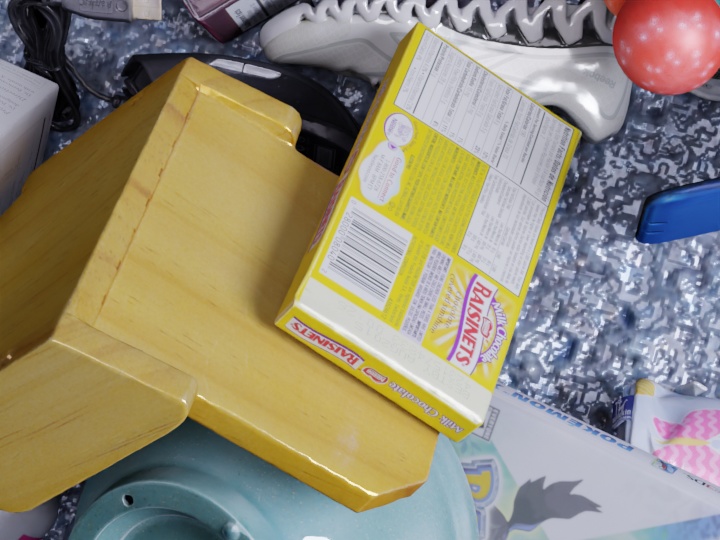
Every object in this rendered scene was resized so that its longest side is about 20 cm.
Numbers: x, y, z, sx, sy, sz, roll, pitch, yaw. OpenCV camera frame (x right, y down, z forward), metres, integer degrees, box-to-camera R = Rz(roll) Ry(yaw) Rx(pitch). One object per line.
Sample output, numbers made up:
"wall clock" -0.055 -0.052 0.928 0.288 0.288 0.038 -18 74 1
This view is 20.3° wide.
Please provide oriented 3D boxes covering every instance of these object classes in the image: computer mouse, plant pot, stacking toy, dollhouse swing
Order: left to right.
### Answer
"dollhouse swing" -0.078 0.036 0.941 0.182 0.200 0.176 -31 117 35
"computer mouse" -0.083 -0.105 1.029 0.200 0.140 0.046 14 63 9
"plant pot" -0.060 0.142 0.970 0.200 0.134 0.200 5 103 25
"stacking toy" 0.137 -0.170 0.991 0.085 0.085 0.200 -9 58 5

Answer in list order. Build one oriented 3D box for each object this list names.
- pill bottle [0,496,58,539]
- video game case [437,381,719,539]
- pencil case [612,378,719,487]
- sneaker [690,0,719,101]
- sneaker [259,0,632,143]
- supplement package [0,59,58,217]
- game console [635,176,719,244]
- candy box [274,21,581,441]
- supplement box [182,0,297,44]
"pill bottle" -0.229 0.124 1.033 0.113 0.113 0.200 45 92 7
"video game case" 0.084 0.168 0.993 0.182 0.022 0.200 25 109 19
"pencil case" 0.223 0.104 1.004 0.200 0.091 0.083 6 126 7
"sneaker" 0.224 -0.179 1.018 0.078 0.091 0.200 28 89 6
"sneaker" 0.045 -0.106 1.045 0.200 0.075 0.081 3 95 6
"supplement package" -0.249 -0.030 0.989 0.110 0.200 0.114 24 122 7
"game console" 0.215 -0.084 0.958 0.118 0.200 0.171 19 88 6
"candy box" 0.036 -0.023 0.939 0.102 0.026 0.200 35 47 -13
"supplement box" -0.021 -0.219 1.048 0.200 0.086 0.110 -30 85 3
